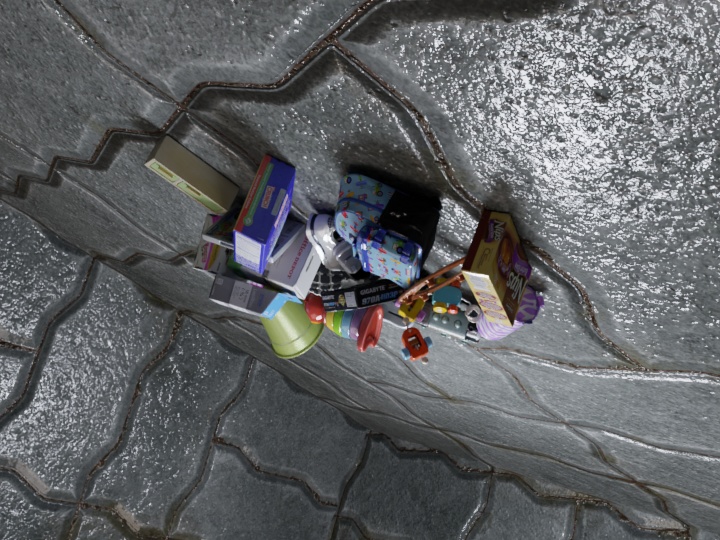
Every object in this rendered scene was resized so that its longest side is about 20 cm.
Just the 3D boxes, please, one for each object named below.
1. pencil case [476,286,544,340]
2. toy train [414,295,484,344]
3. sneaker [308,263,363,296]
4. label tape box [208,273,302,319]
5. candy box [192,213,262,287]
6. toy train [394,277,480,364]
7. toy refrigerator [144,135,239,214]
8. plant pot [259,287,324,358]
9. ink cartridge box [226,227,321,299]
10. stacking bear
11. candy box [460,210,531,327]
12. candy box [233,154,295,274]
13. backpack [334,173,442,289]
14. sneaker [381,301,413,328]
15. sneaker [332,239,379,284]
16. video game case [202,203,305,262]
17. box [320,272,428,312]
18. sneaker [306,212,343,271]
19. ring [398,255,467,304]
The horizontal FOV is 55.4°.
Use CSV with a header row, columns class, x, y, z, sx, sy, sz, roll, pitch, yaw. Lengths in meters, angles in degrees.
class,x,y,z,sx,sy,sz,roll,pitch,yaw
pencil case,0.303,0.087,1.412,0.083,0.086,0.200,-10,167,-12
toy train,0.194,0.110,1.560,0.195,0.088,0.114,20,-176,16
sneaker,-0.058,0.030,1.682,0.194,0.080,0.079,9,177,-15
label tape box,-0.246,0.073,1.633,0.194,0.065,0.144,16,172,4
candy box,-0.311,-0.043,1.703,0.060,0.140,0.198,8,171,37
toy train,0.152,0.107,1.461,0.152,0.196,0.056,58,164,17
toy refrigerator,-0.376,-0.207,1.531,0.198,0.071,0.075,37,159,-28
plant pot,-0.234,0.126,2.090,0.196,0.202,0.192,8,142,41
ink cartridge box,-0.196,-0.035,1.626,0.195,0.149,0.085,18,162,23
stacking bear,-0.051,0.109,1.709,0.195,0.117,0.121,19,-171,20
candy box,0.241,0.001,1.199,0.055,0.119,0.201,12,156,32
candy box,-0.197,-0.109,1.398,0.075,0.173,0.200,22,161,-4
backpack,0.034,-0.078,1.239,0.196,0.137,0.183,25,161,9
sneaker,0.052,0.095,1.771,0.197,0.074,0.071,30,180,12
sneaker,0.000,0.000,1.496,0.083,0.074,0.199,63,-164,23
video game case,-0.244,-0.089,1.571,0.195,0.144,0.018,18,133,22
box,0.033,0.049,1.529,0.196,0.047,0.158,-12,-179,-31
sneaker,-0.048,-0.056,1.509,0.078,0.079,0.200,-1,155,23
ring,0.159,0.016,1.270,0.020,0.196,0.201,62,164,11
